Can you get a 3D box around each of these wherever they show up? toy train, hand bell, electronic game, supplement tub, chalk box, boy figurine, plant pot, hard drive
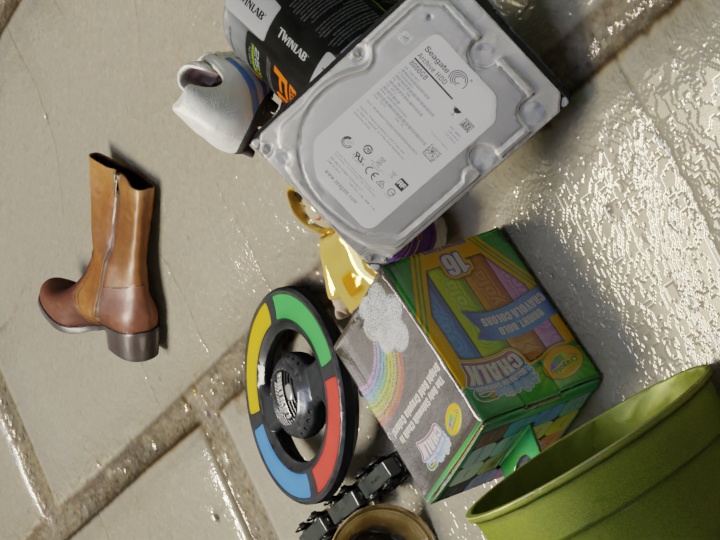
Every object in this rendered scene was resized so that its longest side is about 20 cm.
[{"bbox_3d":[-0.005,0.210,1.962,0.034,0.046,0.200,58,143,12],"label":"toy train"},{"bbox_3d":[-0.006,0.272,1.980,0.104,0.104,0.200,70,162,4],"label":"hand bell"},{"bbox_3d":[-0.057,0.114,1.973,0.200,0.042,0.201,18,110,60],"label":"electronic game"},{"bbox_3d":[-0.010,-0.167,1.709,0.200,0.122,0.123,47,140,36],"label":"supplement tub"},{"bbox_3d":[0.093,0.090,1.677,0.200,0.124,0.125,57,144,21],"label":"chalk box"},{"bbox_3d":[0.000,0.000,1.834,0.124,0.064,0.200,-27,84,61],"label":"boy figurine"},{"bbox_3d":[0.207,0.200,1.508,0.193,0.200,0.200,59,148,1],"label":"plant pot"},{"bbox_3d":[0.037,-0.112,1.595,0.200,0.038,0.140,-40,101,17],"label":"hard drive"}]

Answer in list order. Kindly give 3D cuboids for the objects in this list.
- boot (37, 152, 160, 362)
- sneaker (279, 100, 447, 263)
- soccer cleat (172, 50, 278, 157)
[{"bbox_3d":[-0.278,-0.024,2.250,0.188,0.068,0.201,29,128,49],"label":"boot"},{"bbox_3d":[-0.005,-0.083,1.761,0.081,0.083,0.200,-48,62,18],"label":"sneaker"},{"bbox_3d":[-0.106,-0.162,1.816,0.086,0.200,0.070,29,113,-7],"label":"soccer cleat"}]
